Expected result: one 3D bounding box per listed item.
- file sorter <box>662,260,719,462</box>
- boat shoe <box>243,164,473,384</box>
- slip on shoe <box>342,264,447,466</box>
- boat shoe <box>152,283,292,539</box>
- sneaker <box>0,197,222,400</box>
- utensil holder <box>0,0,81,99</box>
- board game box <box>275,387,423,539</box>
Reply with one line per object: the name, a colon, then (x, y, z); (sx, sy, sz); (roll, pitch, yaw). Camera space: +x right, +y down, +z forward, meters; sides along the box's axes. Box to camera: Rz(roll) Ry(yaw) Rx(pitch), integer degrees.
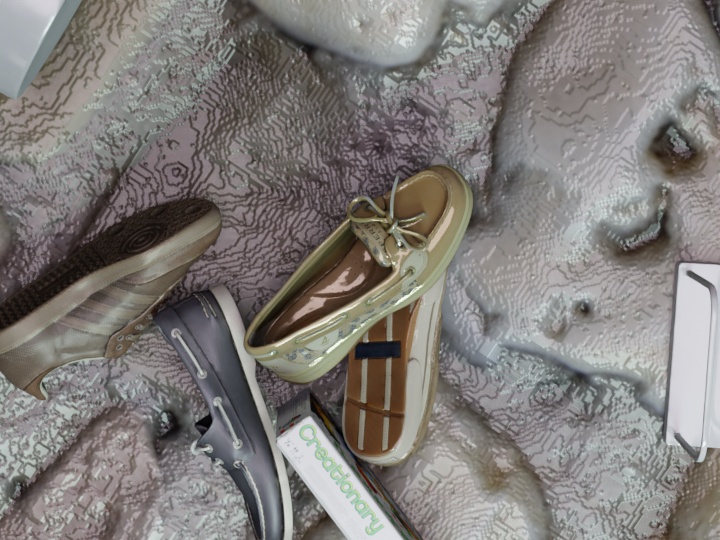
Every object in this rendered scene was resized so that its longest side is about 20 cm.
file sorter: (0.335, 0.074, 1.533); (0.199, 0.125, 0.139); (3, 96, -3)
boat shoe: (0.000, 0.000, 1.509); (0.200, 0.063, 0.073); (-48, 59, 4)
slip on shoe: (0.031, 0.046, 1.555); (0.076, 0.061, 0.201); (-1, 78, 26)
boat shoe: (-0.101, 0.113, 1.542); (0.063, 0.073, 0.201); (-17, 94, -16)
sneaker: (-0.181, 0.020, 1.549); (0.200, 0.070, 0.076); (-29, 119, 1)
utensil holder: (-0.288, -0.235, 1.460); (0.200, 0.170, 0.170); (31, 94, -6)
board game box: (0.009, 0.182, 1.532); (0.035, 0.126, 0.200); (-37, 96, 2)
